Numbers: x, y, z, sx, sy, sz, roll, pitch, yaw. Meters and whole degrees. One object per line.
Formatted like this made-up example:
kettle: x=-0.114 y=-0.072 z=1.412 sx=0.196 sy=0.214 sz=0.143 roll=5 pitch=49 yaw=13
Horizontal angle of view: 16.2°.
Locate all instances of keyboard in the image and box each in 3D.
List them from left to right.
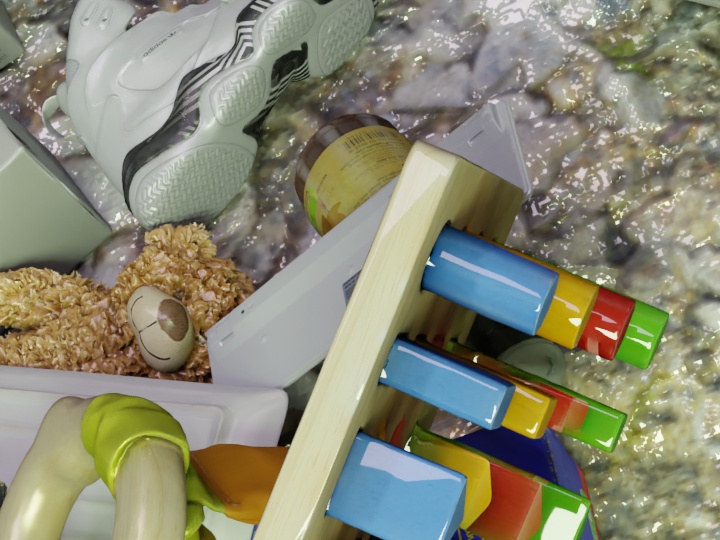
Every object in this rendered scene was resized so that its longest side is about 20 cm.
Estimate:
keyboard: x=0.000 y=0.000 z=1.137 sx=0.200 sy=0.011 sz=0.057 roll=-39 pitch=50 yaw=29

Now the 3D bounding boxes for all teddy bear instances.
teddy bear: x=-0.141 y=0.057 z=1.234 sx=0.198 sy=0.067 sz=0.146 roll=-15 pitch=65 yaw=17

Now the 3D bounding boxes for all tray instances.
tray: x=-0.133 y=0.093 z=1.164 sx=0.199 sy=0.022 sz=0.108 roll=3 pitch=64 yaw=30

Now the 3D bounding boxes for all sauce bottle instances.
sauce bottle: x=0.031 y=-0.003 z=1.158 sx=0.065 sy=0.065 sz=0.200 roll=-40 pitch=37 yaw=1

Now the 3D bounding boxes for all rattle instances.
rattle: x=-0.096 y=0.161 z=1.067 sx=0.129 sy=0.143 sz=0.202 roll=2 pitch=75 yaw=38

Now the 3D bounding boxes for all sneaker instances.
sneaker: x=-0.077 y=-0.123 z=1.287 sx=0.115 sy=0.075 sz=0.200 roll=35 pitch=87 yaw=29

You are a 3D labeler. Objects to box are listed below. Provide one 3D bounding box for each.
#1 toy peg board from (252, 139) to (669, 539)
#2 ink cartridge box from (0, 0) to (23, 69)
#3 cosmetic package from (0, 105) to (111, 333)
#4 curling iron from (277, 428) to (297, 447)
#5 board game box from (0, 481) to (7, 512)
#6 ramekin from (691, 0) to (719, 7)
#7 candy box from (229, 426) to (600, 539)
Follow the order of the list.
toy peg board: x=0.042 y=0.067 z=0.974 sx=0.097 sy=0.199 sz=0.201 roll=22 pitch=92 yaw=10
ink cartridge box: x=-0.305 y=-0.170 z=1.335 sx=0.146 sy=0.200 sz=0.147 roll=-34 pitch=58 yaw=5
cosmetic package: x=-0.237 y=0.001 z=1.281 sx=0.200 sy=0.107 sz=0.090 roll=-43 pitch=58 yaw=-3
curling iron: x=-0.094 y=0.137 z=1.197 sx=0.199 sy=0.026 sz=0.050 roll=-32 pitch=38 yaw=10
board game box: x=-0.236 y=0.181 z=1.151 sx=0.199 sy=0.056 sz=0.167 roll=-12 pitch=73 yaw=52
ramekin: x=0.189 y=-0.210 z=1.153 sx=0.200 sy=0.097 sz=0.202 roll=-40 pitch=43 yaw=50
candy box: x=0.016 y=0.177 z=1.104 sx=0.199 sy=0.077 sz=0.170 roll=-20 pitch=57 yaw=15
